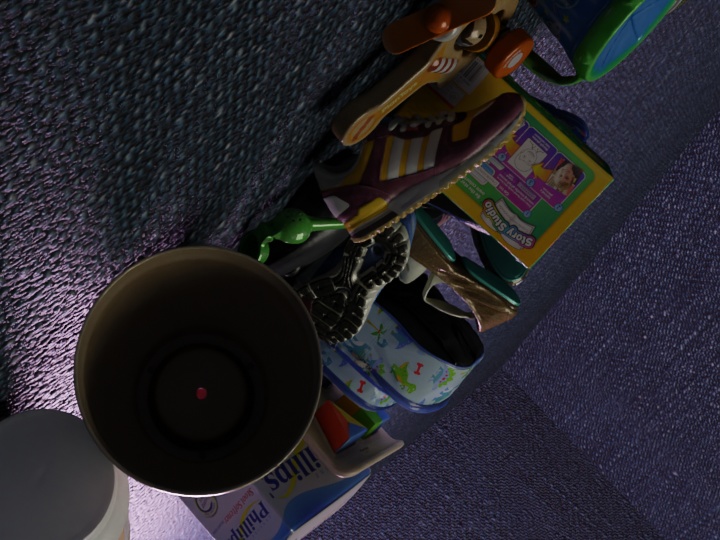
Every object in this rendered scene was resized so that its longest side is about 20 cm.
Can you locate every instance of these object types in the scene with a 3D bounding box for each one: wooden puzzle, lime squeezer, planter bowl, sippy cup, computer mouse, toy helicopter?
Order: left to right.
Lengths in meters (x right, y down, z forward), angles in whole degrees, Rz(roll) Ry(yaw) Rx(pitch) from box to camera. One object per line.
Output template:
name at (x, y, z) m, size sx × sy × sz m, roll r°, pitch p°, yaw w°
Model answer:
planter bowl at (-0.134, 0.096, 1.165) m, size 0.200 × 0.200 × 0.135 m, roll -41°, pitch 171°, yaw -15°
lime squeezer at (-0.081, -0.023, 1.292) m, size 0.198 × 0.038 × 0.071 m, roll -28°, pitch 161°, yaw 1°
computer mouse at (-0.052, -0.028, 1.365) m, size 0.200 × 0.053 × 0.138 m, roll -50°, pitch 166°, yaw 23°
wooden puzzle at (-0.043, 0.148, 1.636) m, size 0.046 × 0.200 × 0.185 m, roll -51°, pitch 167°, yaw 17°
toy helicopter at (0.056, -0.178, 1.170) m, size 0.200 × 0.079 × 0.132 m, roll -40°, pitch 167°, yaw -4°
sippy cup at (0.204, -0.263, 1.241) m, size 0.178 × 0.130 × 0.140 m, roll -44°, pitch 169°, yaw 0°

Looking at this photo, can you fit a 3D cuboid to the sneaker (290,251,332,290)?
sneaker at (-0.034, 0.013, 1.516) m, size 0.071 × 0.073 × 0.201 m, roll -30°, pitch 161°, yaw -53°

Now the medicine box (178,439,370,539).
medicine box at (-0.119, 0.224, 1.629) m, size 0.103 × 0.200 × 0.182 m, roll -51°, pitch 166°, yaw 32°

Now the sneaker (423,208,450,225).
sneaker at (0.060, -0.061, 1.585) m, size 0.082 × 0.070 × 0.199 m, roll -54°, pitch 164°, yaw 29°

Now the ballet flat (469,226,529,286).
ballet flat at (0.149, -0.074, 1.578) m, size 0.071 × 0.203 × 0.072 m, roll -11°, pitch 166°, yaw -3°

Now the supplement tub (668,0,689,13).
supplement tub at (0.292, -0.318, 1.372) m, size 0.199 × 0.123 × 0.123 m, roll -33°, pitch 164°, yaw -44°

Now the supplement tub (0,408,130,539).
supplement tub at (-0.272, 0.209, 1.206) m, size 0.144 × 0.144 × 0.200 m, roll -39°, pitch 167°, yaw -22°

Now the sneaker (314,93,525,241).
sneaker at (0.051, -0.113, 1.237) m, size 0.199 × 0.091 × 0.075 m, roll -35°, pitch -176°, yaw 9°

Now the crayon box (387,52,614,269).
crayon box at (0.126, -0.113, 1.307) m, size 0.119 × 0.200 × 0.058 m, roll -47°, pitch -171°, yaw 16°

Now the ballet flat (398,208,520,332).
ballet flat at (0.085, -0.001, 1.491) m, size 0.072 × 0.200 × 0.068 m, roll -43°, pitch -155°, yaw 16°

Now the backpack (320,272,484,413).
backpack at (0.038, 0.080, 1.651) m, size 0.148 × 0.200 × 0.183 m, roll -54°, pitch 166°, yaw 22°

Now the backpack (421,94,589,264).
backpack at (0.152, -0.121, 1.451) m, size 0.200 × 0.181 × 0.136 m, roll -48°, pitch 160°, yaw -60°

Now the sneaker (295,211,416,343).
sneaker at (0.000, 0.000, 1.432) m, size 0.200 × 0.078 × 0.089 m, roll -45°, pitch -173°, yaw 40°

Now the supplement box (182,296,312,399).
supplement box at (-0.138, 0.091, 1.316) m, size 0.201 × 0.108 × 0.061 m, roll -54°, pitch -157°, yaw 37°
